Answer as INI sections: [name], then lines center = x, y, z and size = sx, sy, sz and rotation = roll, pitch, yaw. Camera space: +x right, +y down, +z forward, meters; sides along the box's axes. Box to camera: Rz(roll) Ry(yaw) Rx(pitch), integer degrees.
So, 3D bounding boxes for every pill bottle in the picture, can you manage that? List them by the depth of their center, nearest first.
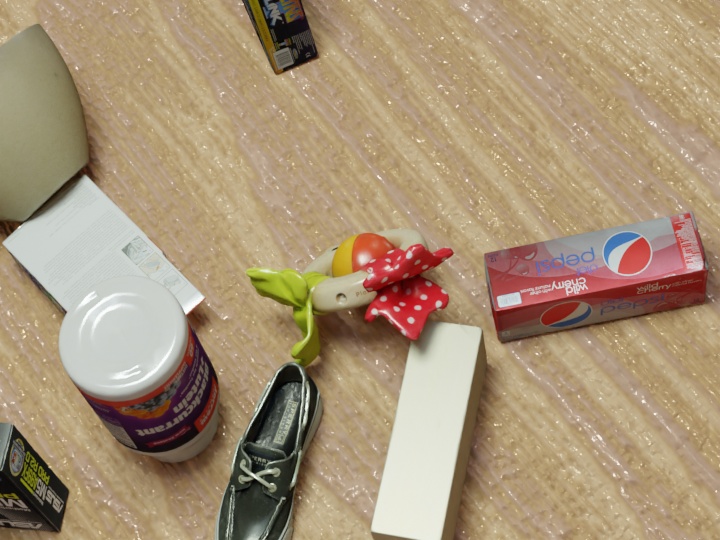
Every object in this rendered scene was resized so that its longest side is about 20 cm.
[pill bottle]
center = -0.186, 0.097, 1.325
size = 0.110, 0.201, 0.113
rotation = -3, 63, 7

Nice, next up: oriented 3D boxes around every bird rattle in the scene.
[bird rattle]
center = 0.000, 0.000, 1.375
size = 0.198, 0.113, 0.163
rotation = -23, 17, 28

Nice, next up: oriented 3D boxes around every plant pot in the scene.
[plant pot]
center = -0.349, -0.128, 1.494
size = 0.200, 0.200, 0.135
rotation = -45, 100, -15

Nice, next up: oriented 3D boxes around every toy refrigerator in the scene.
[toy refrigerator]
center = 0.060, 0.152, 1.330
size = 0.069, 0.076, 0.202
rotation = 7, 65, 12

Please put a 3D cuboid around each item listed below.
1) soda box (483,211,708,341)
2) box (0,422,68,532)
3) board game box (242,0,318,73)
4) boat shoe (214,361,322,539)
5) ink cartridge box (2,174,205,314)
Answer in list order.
[soda box]
center = 0.216, 0.007, 1.383
size = 0.197, 0.070, 0.064
rotation = -11, 61, 4
[box]
center = -0.379, 0.179, 1.336
size = 0.197, 0.161, 0.045
rotation = 4, 61, 10
[board game box]
center = -0.111, -0.327, 1.534
size = 0.056, 0.200, 0.167
rotation = -22, 62, -1
[boat shoe]
center = -0.088, 0.178, 1.345
size = 0.070, 0.064, 0.202
rotation = 9, 65, 13
[ink cartridge box]
center = -0.247, 0.008, 1.468
size = 0.109, 0.050, 0.200
rotation = -42, 65, -13
